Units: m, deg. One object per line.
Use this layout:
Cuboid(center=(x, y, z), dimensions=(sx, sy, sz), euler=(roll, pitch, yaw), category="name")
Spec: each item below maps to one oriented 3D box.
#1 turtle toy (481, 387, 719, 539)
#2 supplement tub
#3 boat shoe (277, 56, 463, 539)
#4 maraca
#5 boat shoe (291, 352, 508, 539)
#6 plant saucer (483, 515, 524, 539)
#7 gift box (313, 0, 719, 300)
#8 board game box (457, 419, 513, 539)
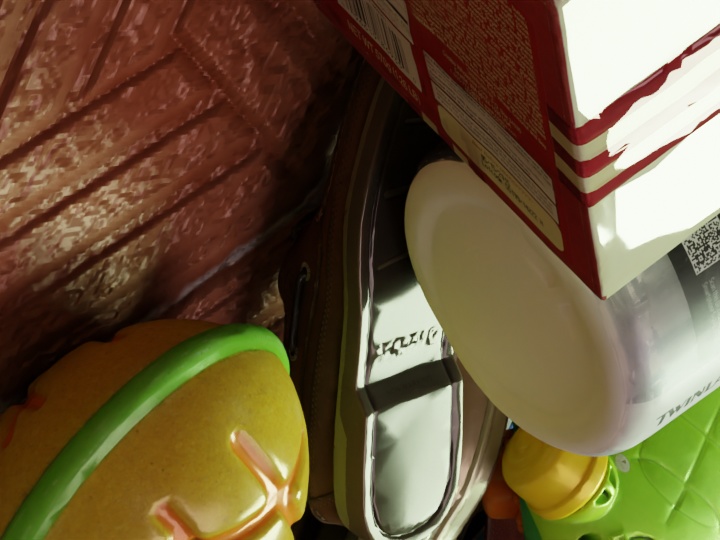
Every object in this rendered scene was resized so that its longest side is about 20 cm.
Cuboid(center=(0.123, 0.061, 1.047), dimensions=(0.146, 0.101, 0.201), euler=(39, 64, -24), category="turtle toy")
Cuboid(center=(0.124, -0.034, 0.870), dimensions=(0.199, 0.123, 0.123), euler=(-32, 149, -25), category="supplement tub")
Cuboid(center=(0.000, 0.000, 0.911), dimensions=(0.072, 0.068, 0.201), euler=(-5, 110, -43), category="boat shoe")
Cuboid(center=(-0.089, 0.101, 0.850), dimensions=(0.201, 0.107, 0.137), euler=(-57, 155, 15), category="maraca")
Cuboid(center=(0.004, 0.082, 0.991), dimensions=(0.065, 0.072, 0.201), euler=(18, 89, -35), category="boat shoe")
Cuboid(center=(0.065, 0.206, 1.118), dimensions=(0.200, 0.036, 0.201), euler=(-82, 177, -47), category="plant saucer")
Cuboid(center=(0.086, -0.129, 0.756), dimensions=(0.186, 0.185, 0.200), euler=(-36, 155, -10), category="gift box")
Cuboid(center=(0.035, 0.092, 1.123), dimensions=(0.201, 0.035, 0.126), euler=(-58, 153, 15), category="board game box")
